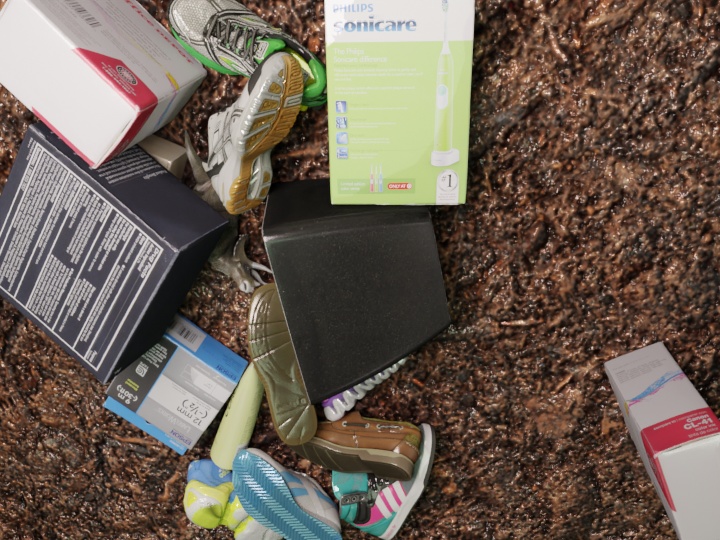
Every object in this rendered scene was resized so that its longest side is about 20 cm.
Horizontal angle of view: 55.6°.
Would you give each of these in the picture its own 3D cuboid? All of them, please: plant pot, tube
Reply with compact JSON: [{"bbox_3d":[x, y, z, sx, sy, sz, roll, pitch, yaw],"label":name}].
[{"bbox_3d":[0.000,0.000,0.783,0.173,0.200,0.205,-13,111,0],"label":"plant pot"},{"bbox_3d":[-0.159,0.184,0.939,0.051,0.058,0.203,3,124,-33],"label":"tube"}]

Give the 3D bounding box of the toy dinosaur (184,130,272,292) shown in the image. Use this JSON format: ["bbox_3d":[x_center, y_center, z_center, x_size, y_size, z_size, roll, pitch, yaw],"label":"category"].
[{"bbox_3d":[-0.184,-0.068,0.836,0.076,0.101,0.205,2,106,54],"label":"toy dinosaur"}]

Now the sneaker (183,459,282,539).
[{"bbox_3d":[-0.180,0.331,1.003,0.075,0.106,0.200,-35,134,8],"label":"sneaker"}]

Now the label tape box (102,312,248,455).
[{"bbox_3d":[-0.267,0.170,0.944,0.142,0.066,0.201,34,110,-8],"label":"label tape box"}]

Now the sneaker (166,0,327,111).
[{"bbox_3d":[-0.116,-0.245,0.737,0.196,0.085,0.080,24,92,-6],"label":"sneaker"}]

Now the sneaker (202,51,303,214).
[{"bbox_3d":[-0.127,-0.155,0.725,0.088,0.075,0.202,49,134,20],"label":"sneaker"}]

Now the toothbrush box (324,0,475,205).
[{"bbox_3d":[0.038,-0.177,0.701,0.141,0.087,0.205,-1,114,2],"label":"toothbrush box"}]

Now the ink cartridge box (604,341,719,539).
[{"bbox_3d":[0.372,0.202,0.810,0.084,0.201,0.150,-22,109,14],"label":"ink cartridge box"}]

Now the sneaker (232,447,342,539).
[{"bbox_3d":[-0.106,0.321,0.974,0.076,0.081,0.200,-39,107,11],"label":"sneaker"}]

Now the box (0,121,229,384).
[{"bbox_3d":[-0.285,-0.026,0.755,0.197,0.123,0.201,39,115,3],"label":"box"}]

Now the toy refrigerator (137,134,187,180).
[{"bbox_3d":[-0.281,-0.062,0.847,0.074,0.070,0.204,21,113,-2],"label":"toy refrigerator"}]

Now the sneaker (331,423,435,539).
[{"bbox_3d":[0.020,0.284,0.952,0.118,0.084,0.204,17,115,-12],"label":"sneaker"}]

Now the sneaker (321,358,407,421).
[{"bbox_3d":[-0.001,0.105,0.883,0.089,0.081,0.200,45,111,-4],"label":"sneaker"}]

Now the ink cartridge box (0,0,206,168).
[{"bbox_3d":[-0.263,-0.210,0.705,0.147,0.201,0.085,43,111,-12],"label":"ink cartridge box"}]

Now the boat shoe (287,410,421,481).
[{"bbox_3d":[-0.009,0.228,0.918,0.195,0.069,0.073,6,142,26],"label":"boat shoe"}]

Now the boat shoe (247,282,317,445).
[{"bbox_3d":[-0.102,0.116,0.864,0.070,0.066,0.206,-14,98,-13],"label":"boat shoe"}]
